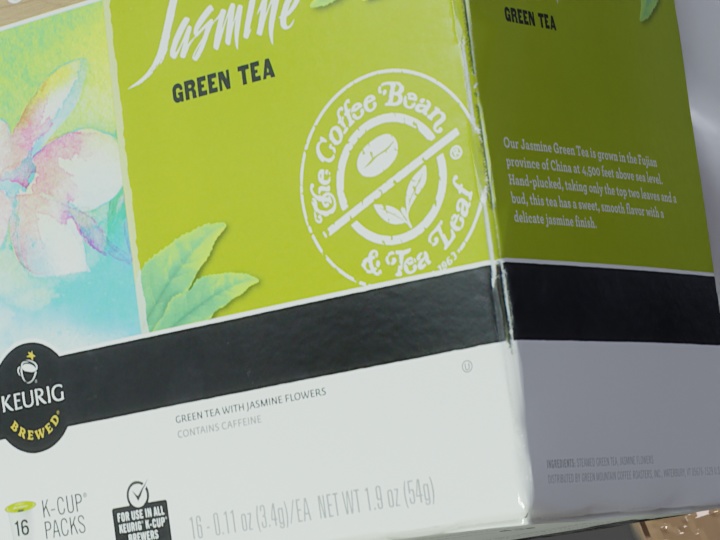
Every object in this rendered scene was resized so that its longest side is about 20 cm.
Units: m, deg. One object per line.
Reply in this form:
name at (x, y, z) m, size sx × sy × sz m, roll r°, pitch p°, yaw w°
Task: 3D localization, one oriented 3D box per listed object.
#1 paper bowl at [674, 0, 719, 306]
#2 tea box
paper bowl at (0.128, -0.062, 0.964) m, size 0.200 × 0.104 × 0.202 m, roll 8°, pitch 62°, yaw -14°
tea box at (-0.011, -0.009, 0.869) m, size 0.199 × 0.133 × 0.198 m, roll -13°, pitch 80°, yaw 33°
